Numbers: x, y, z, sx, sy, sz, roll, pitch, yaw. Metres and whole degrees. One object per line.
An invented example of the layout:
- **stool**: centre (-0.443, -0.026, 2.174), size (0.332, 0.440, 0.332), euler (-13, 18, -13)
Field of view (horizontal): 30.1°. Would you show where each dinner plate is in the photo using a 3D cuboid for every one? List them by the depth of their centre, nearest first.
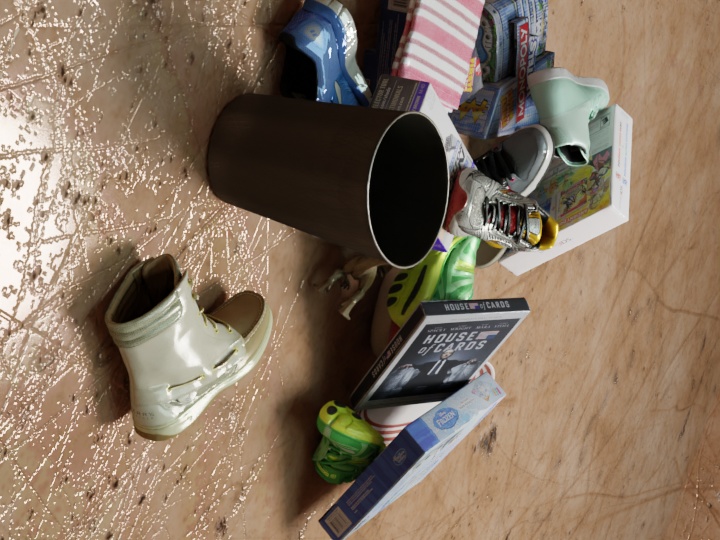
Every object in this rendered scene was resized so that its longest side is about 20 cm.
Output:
- **dinner plate**: centre (0.076, 0.160, 1.705), size (0.198, 0.024, 0.201), euler (-18, 150, -11)

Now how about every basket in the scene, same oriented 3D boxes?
- **basket**: centre (-0.037, -0.098, 1.289), size (0.137, 0.198, 0.181), euler (-65, 151, -17)

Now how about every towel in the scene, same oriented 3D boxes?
- **towel**: centre (0.089, -0.283, 1.477), size (0.146, 0.030, 0.202), euler (15, 89, -62)

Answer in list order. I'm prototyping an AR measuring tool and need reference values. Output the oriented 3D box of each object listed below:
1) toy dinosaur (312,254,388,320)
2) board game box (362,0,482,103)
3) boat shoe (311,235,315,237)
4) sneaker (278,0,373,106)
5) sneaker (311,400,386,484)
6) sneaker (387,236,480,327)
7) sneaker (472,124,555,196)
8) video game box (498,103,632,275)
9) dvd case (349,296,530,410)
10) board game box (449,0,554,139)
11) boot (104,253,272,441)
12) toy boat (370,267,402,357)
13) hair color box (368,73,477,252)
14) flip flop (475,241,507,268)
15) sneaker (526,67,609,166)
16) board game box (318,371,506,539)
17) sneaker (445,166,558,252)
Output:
- **toy dinosaur**: centre (0.000, 0.000, 1.516), size (0.101, 0.058, 0.200), euler (-47, -179, -2)
- **board game box**: centre (0.080, -0.258, 1.562), size (0.199, 0.061, 0.202), euler (-23, 124, -56)
- **boat shoe**: centre (-0.006, -0.062, 1.519), size (0.199, 0.072, 0.071), euler (8, 112, -56)
- **sneaker**: centre (-0.043, -0.186, 1.383), size (0.089, 0.078, 0.201), euler (-42, 137, -23)
- **sneaker**: centre (-0.016, 0.217, 1.602), size (0.084, 0.074, 0.200), euler (-49, 158, -9)
- **sneaker**: centre (0.102, -0.007, 1.596), size (0.201, 0.074, 0.084), euler (-55, 135, -17)
- **sneaker**: centre (0.143, -0.112, 1.670), size (0.120, 0.084, 0.200), euler (-10, 154, -48)
- **video game box**: centre (0.278, -0.108, 1.815), size (0.047, 0.199, 0.183), euler (35, 47, -26)
- **dvd case**: centre (0.091, 0.099, 1.570), size (0.149, 0.025, 0.200), euler (-2, 146, -31)
- **board game box**: centre (0.184, -0.257, 1.736), size (0.200, 0.061, 0.202), euler (-38, 136, -49)
- **boot**: centre (-0.160, 0.045, 1.281), size (0.200, 0.072, 0.156), euler (-47, 140, -39)
- **toy boat**: centre (0.100, 0.063, 1.693), size (0.199, 0.130, 0.132), euler (-8, 111, -60)
- **hair color box**: centre (0.060, -0.112, 1.445), size (0.200, 0.064, 0.110), euler (48, 59, -59)
- **flip flop**: centre (0.184, -0.091, 1.774), size (0.057, 0.081, 0.201), euler (-27, 152, -56)
- **sneaker**: centre (0.275, -0.189, 1.735), size (0.200, 0.073, 0.120), euler (-1, 80, -59)
- **board game box**: centre (0.064, 0.227, 1.633), size (0.198, 0.043, 0.200), euler (-24, 158, -53)
- **sneaker**: centre (0.161, -0.065, 1.503), size (0.199, 0.082, 0.079), euler (11, 93, -57)
